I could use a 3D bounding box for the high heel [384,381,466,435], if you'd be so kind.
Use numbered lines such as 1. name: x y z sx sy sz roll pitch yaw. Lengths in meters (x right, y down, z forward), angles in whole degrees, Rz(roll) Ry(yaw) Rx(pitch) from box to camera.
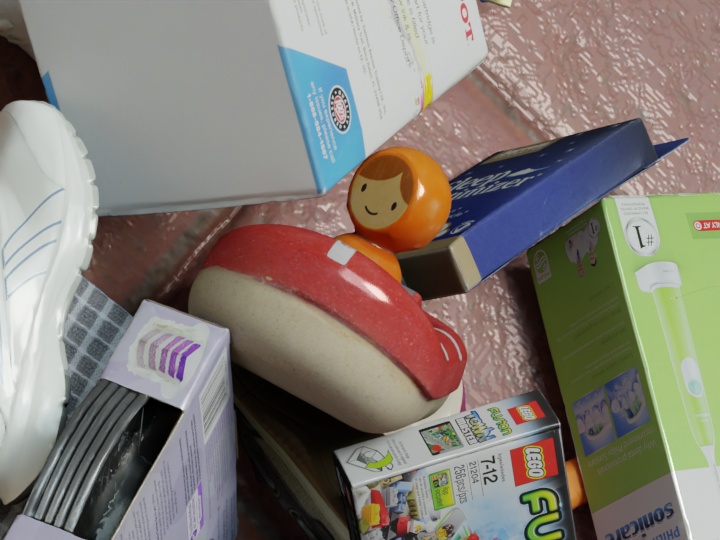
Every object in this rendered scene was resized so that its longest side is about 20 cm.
1. high heel: 0.033 0.115 1.620 0.067 0.096 0.200 -13 56 -16

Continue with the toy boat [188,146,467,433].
1. toy boat: 0.000 0.000 1.473 0.130 0.200 0.131 28 94 7

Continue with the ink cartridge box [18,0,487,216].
1. ink cartridge box: -0.051 -0.135 1.505 0.200 0.146 0.147 -41 122 -54

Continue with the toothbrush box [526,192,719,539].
1. toothbrush box: 0.193 0.063 1.673 0.145 0.086 0.201 -4 70 -32

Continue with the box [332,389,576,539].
1. box: 0.057 0.163 1.508 0.110 0.201 0.035 -16 32 -9

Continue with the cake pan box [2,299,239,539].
1. cake pan box: -0.117 0.139 1.420 0.052 0.200 0.185 19 58 12

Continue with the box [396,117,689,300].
1. box: 0.078 -0.036 1.649 0.200 0.121 0.032 -32 103 -39

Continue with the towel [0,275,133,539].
1. towel: -0.194 0.065 1.476 0.165 0.086 0.200 38 55 -11

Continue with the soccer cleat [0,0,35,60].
1. soccer cleat: -0.204 -0.158 1.583 0.086 0.070 0.200 -34 82 -30

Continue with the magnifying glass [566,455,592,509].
1. magnifying glass: 0.175 0.093 1.713 0.200 0.022 0.080 -24 82 -34

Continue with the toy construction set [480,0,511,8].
1. toy construction set: -0.022 -0.178 1.676 0.200 0.092 0.131 41 79 1

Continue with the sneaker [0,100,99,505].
1. sneaker: -0.176 0.007 1.419 0.087 0.074 0.201 14 64 -20

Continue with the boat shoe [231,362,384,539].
1. boat shoe: -0.033 0.087 1.571 0.073 0.065 0.200 -16 59 -32
